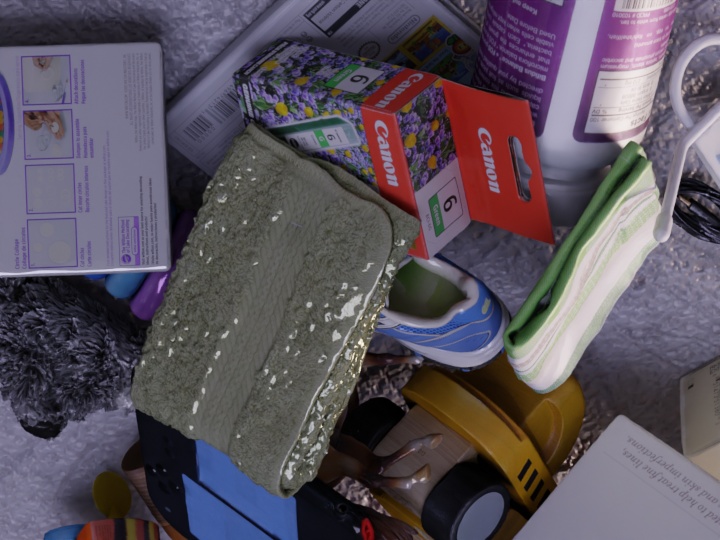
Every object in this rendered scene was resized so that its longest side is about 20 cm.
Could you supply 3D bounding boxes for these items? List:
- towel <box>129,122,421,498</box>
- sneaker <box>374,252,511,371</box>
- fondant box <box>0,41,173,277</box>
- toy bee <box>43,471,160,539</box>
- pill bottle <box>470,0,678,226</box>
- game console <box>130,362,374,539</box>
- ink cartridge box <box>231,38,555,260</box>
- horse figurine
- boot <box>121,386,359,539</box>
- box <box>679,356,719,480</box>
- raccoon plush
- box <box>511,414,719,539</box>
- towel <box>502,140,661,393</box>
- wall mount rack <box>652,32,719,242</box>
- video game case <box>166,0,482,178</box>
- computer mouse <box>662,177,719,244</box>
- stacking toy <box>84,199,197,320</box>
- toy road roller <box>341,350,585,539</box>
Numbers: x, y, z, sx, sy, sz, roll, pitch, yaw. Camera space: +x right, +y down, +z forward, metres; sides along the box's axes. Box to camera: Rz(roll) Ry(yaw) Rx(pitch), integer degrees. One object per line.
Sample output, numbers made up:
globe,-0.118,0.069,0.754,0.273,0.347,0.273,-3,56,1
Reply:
towel,-0.058,0.024,1.563,0.148,0.036,0.200,29,103,27
sneaker,0.000,0.000,1.611,0.200,0.076,0.077,15,162,12
fondant box,-0.221,-0.067,1.603,0.200,0.058,0.144,-2,91,-4
toy bee,-0.178,0.210,1.834,0.109,0.200,0.131,-1,92,-27
pill bottle,0.127,-0.132,1.537,0.112,0.112,0.200,10,118,-2
game console,-0.068,0.159,1.661,0.200,0.031,0.177,33,154,24
ink cartridge box,0.019,-0.068,1.552,0.200,0.050,0.109,17,134,38
horse figurine,-0.011,0.089,1.660,0.132,0.200,0.050,-11,160,23
boot,-0.050,0.152,1.791,0.200,0.074,0.155,-22,121,31
box,0.305,0.149,1.740,0.078,0.095,0.200,-31,118,23
raccoon plush,-0.180,0.031,1.700,0.134,0.097,0.200,-17,122,15
box,0.194,0.240,1.657,0.200,0.199,0.131,-49,145,-7
towel,0.142,0.005,1.571,0.031,0.200,0.149,32,87,11
wall mount rack,0.250,-0.043,1.580,0.174,0.075,0.200,-45,117,-14
video game case,-0.002,-0.100,1.637,0.182,0.023,0.200,39,119,-20
computer mouse,0.279,0.002,1.682,0.200,0.034,0.059,42,135,-16
stacking toy,-0.186,-0.037,1.666,0.200,0.085,0.085,29,123,-10
toy road roller,0.090,0.133,1.730,0.146,0.123,0.200,-47,143,-11
